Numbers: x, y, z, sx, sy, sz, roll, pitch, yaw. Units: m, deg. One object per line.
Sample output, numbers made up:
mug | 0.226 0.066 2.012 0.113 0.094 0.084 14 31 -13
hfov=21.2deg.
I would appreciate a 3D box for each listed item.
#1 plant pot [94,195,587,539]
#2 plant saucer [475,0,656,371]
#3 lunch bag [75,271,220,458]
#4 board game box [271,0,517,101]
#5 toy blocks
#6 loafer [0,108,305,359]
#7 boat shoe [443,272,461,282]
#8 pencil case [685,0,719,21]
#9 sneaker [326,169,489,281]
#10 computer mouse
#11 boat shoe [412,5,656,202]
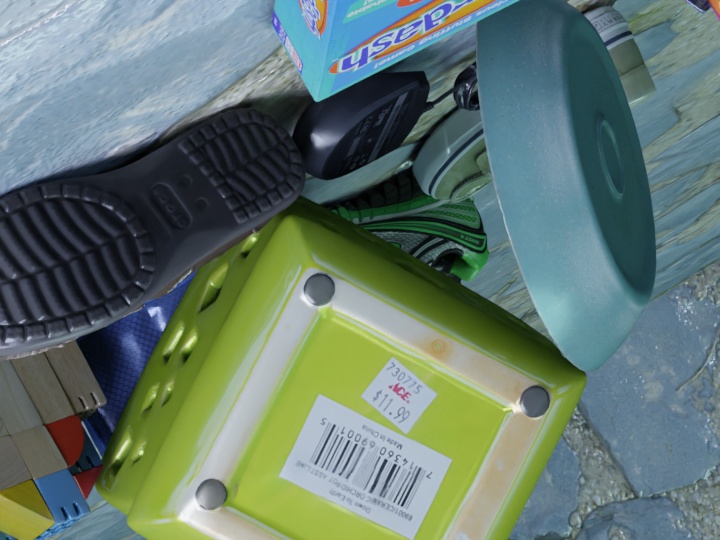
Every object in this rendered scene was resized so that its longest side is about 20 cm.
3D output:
plant pot | -0.009 0.083 0.981 0.200 0.199 0.181 -62 -171 -1
plant saucer | 0.108 -0.052 0.942 0.036 0.201 0.200 -13 177 21
lunch bag | -0.068 0.051 1.129 0.199 0.136 0.132 -27 -174 -5
board game box | 0.044 -0.146 0.742 0.152 0.045 0.200 -28 171 -10
toy blocks | -0.194 0.088 0.963 0.100 0.137 0.200 -36 169 34
loafer | -0.115 -0.007 0.897 0.199 0.073 0.071 -24 168 -29
boat shoe | 0.056 0.031 1.594 0.074 0.073 0.200 -27 170 -17
pencil case | 0.235 -0.197 0.933 0.200 0.089 0.088 -33 170 19
sneaker | 0.000 0.000 1.240 0.199 0.085 0.078 -25 169 -22
computer mouse | 0.032 -0.098 1.017 0.200 0.034 0.059 -27 155 -44
boat shoe | 0.100 -0.085 1.166 0.072 0.062 0.200 -22 168 -37
